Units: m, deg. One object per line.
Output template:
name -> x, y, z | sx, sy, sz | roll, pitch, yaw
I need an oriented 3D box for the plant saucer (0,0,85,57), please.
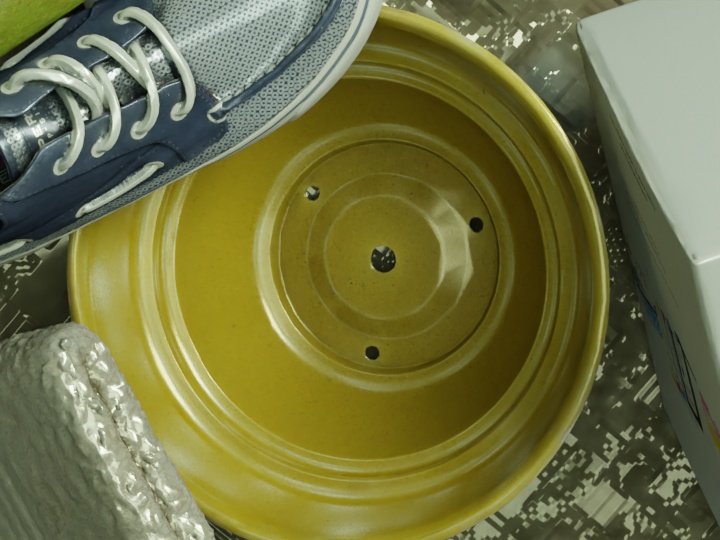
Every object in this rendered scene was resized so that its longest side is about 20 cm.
plant saucer -> -0.129, -0.177, 0.930 | 0.200, 0.048, 0.200 | -34, 104, -2

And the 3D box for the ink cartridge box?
ink cartridge box -> 0.180, 0.004, 1.017 | 0.147, 0.145, 0.200 | -19, 130, 0

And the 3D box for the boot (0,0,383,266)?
boot -> -0.083, -0.057, 0.983 | 0.200, 0.090, 0.073 | -35, 88, 17

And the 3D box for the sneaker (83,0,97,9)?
sneaker -> -0.074, -0.178, 1.046 | 0.087, 0.075, 0.200 | -6, 99, 1

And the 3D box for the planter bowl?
planter bowl -> 0.000, 0.000, 1.058 | 0.200, 0.083, 0.200 | 2, 97, 15

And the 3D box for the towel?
towel -> -0.094, 0.114, 1.055 | 0.034, 0.133, 0.200 | -35, 103, -39
